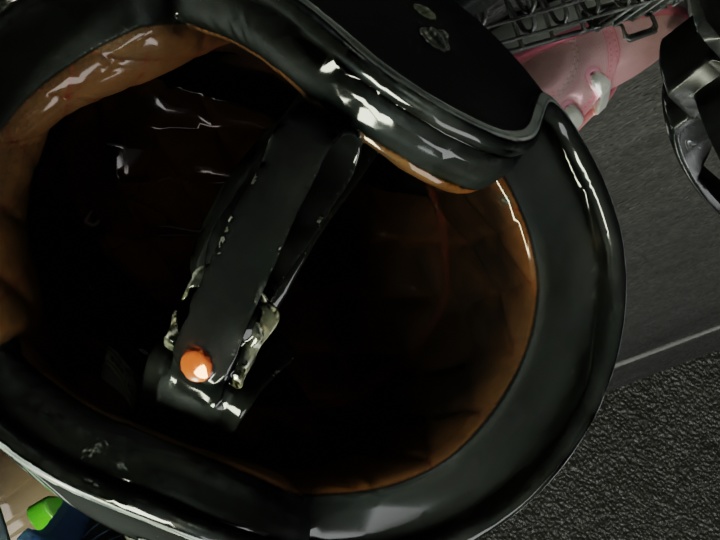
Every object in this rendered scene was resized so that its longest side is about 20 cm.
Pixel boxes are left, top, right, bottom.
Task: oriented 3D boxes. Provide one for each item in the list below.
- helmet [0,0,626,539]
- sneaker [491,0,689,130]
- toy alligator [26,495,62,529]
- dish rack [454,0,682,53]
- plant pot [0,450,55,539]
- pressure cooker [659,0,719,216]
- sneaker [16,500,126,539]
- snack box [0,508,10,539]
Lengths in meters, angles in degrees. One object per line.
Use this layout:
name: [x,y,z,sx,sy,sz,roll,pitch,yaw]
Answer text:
helmet: [-0.027,-0.006,0.746,0.199,0.201,0.191,-25,168,16]
sneaker: [0.059,-0.042,1.070,0.199,0.105,0.075,-24,170,-1]
toy alligator: [-0.038,0.086,0.975,0.199,0.055,0.059,12,154,-34]
dish rack: [0.081,-0.116,0.856,0.199,0.055,0.153,-18,172,-39]
plant pot: [-0.155,0.081,1.025,0.200,0.093,0.201,-27,-159,11]
pressure cooker: [0.226,-0.073,1.036,0.200,0.176,0.178,-38,170,30]
sneaker: [-0.071,0.109,0.777,0.070,0.078,0.200,-58,180,7]
snack box: [-0.225,0.129,0.860,0.168,0.068,0.200,-6,151,-32]
